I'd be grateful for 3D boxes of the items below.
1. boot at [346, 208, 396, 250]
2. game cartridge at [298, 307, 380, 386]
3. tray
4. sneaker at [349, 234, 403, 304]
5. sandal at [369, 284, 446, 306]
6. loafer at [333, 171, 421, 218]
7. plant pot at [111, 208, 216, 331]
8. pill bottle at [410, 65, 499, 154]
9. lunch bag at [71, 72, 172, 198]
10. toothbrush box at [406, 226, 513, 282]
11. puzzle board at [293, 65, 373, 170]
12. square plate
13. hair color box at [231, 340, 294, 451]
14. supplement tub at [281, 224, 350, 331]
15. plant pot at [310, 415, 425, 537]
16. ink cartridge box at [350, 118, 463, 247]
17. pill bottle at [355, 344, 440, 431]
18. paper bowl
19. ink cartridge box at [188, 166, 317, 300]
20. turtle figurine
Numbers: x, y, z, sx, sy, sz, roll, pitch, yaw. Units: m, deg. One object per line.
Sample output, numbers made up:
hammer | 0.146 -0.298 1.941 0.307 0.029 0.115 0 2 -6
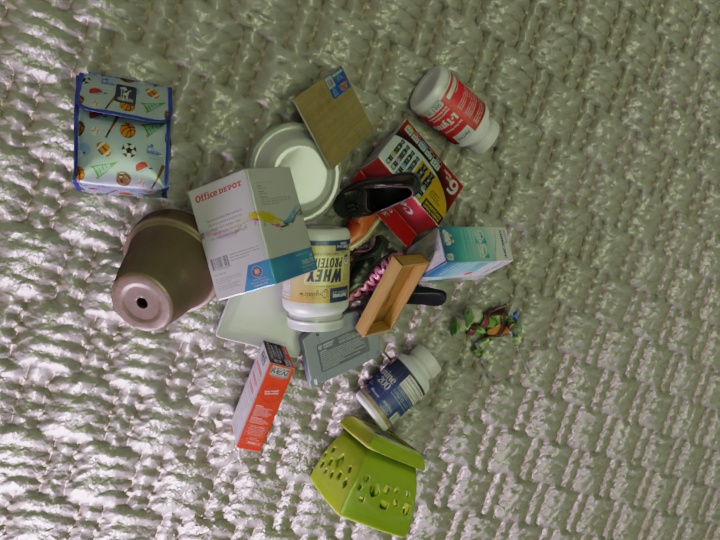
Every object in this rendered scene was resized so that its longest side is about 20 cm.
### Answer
boot | -0.005 -0.126 1.259 0.201 0.075 0.108 -48 111 -17
game cartridge | -0.046 0.165 1.300 0.196 0.040 0.137 -19 111 -29
tray | 0.068 0.054 1.253 0.097 0.037 0.203 -8 135 -46
sneaker | 0.000 0.000 1.266 0.199 0.079 0.096 -40 80 12
sandal | 0.107 0.046 1.342 0.194 0.076 0.046 7 57 -12
loafer | 0.028 -0.151 1.165 0.195 0.063 0.073 -15 112 20
plant pot | -0.360 0.013 1.035 0.194 0.176 0.206 3 116 5
pill bottle | 0.215 -0.353 1.279 0.197 0.112 0.114 31 88 -25
lunch bag | -0.427 -0.245 1.028 0.165 0.123 0.207 4 86 -23
toothbrush box | 0.226 -0.036 1.310 0.195 0.146 0.088 -3 73 -29
puzzle board | -0.053 -0.316 1.170 0.153 0.017 0.201 59 40 -21
square plate | -0.193 0.069 1.238 0.194 0.028 0.205 19 93 -26
hair color box | -0.211 0.267 1.216 0.060 0.102 0.204 17 103 -24
supplement tub | -0.092 0.013 1.176 0.140 0.144 0.206 -2 99 -22
plant pot | 0.024 0.464 1.323 0.196 0.199 0.185 28 82 -24
ink cartridge box | 0.102 -0.185 1.234 0.200 0.083 0.177 45 60 -15
pill bottle | 0.093 0.272 1.355 0.199 0.111 0.112 -40 113 -11
paper bowl | -0.134 -0.197 1.168 0.195 0.104 0.207 -5 104 -21
ink cartridge box | -0.196 -0.072 1.051 0.145 0.144 0.206 -21 97 -61
turtle figurine | 0.326 0.177 1.418 0.189 0.143 0.205 17 90 -21
